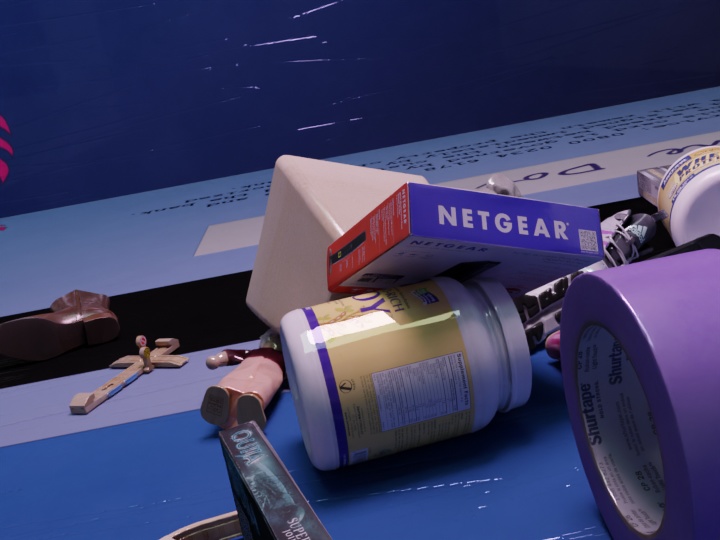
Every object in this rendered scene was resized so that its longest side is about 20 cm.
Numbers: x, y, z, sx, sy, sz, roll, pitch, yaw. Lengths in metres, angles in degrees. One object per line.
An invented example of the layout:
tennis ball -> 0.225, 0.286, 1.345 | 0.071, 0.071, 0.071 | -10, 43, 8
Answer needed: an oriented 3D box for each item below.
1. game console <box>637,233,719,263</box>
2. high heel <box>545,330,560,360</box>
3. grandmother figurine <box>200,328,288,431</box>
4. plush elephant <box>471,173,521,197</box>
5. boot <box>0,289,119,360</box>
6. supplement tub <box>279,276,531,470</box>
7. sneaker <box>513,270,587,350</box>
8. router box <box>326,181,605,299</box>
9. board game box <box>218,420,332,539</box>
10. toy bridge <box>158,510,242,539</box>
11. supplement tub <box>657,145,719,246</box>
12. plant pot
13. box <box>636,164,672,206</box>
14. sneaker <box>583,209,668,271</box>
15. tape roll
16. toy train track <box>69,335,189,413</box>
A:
game console -> 0.339, 0.050, 0.753 | 0.200, 0.176, 0.116 | -18, -11, -29
high heel -> 0.292, 0.049, 0.846 | 0.199, 0.068, 0.096 | -19, 7, -11
grandmother figurine -> -0.114, 0.115, 0.922 | 0.121, 0.061, 0.200 | 21, 18, 8
plush elephant -> 0.149, -0.044, 1.126 | 0.199, 0.155, 0.165 | 1, 19, 36
boot -> -0.474, 0.074, 1.275 | 0.186, 0.064, 0.200 | -2, 14, -24
supplement tub -> 0.038, 0.087, 0.743 | 0.199, 0.146, 0.145 | -13, 15, -10
sneaker -> 0.175, 0.052, 0.945 | 0.199, 0.078, 0.090 | -12, 4, -22
router box -> 0.091, -0.017, 0.775 | 0.199, 0.049, 0.179 | 5, -18, -22
board game box -> -0.034, 0.183, 0.462 | 0.028, 0.136, 0.200 | -15, 16, -18
toy bridge -> -0.133, 0.218, 0.604 | 0.200, 0.027, 0.067 | -22, 17, -38
supplement tub -> 0.474, -0.086, 1.088 | 0.144, 0.145, 0.200 | -6, 16, 14
plant pot -> 0.000, 0.000, 0.948 | 0.199, 0.201, 0.177 | 6, 21, -24
box -> 0.585, -0.149, 1.428 | 0.158, 0.049, 0.200 | -9, 15, 6
sneaker -> 0.328, -0.033, 1.042 | 0.140, 0.078, 0.200 | -31, 11, 14
tape roll -> 0.200, 0.091, 0.519 | 0.085, 0.201, 0.200 | -11, 15, -3
toy train track -> -0.298, 0.122, 1.049 | 0.114, 0.033, 0.200 | -4, 17, 23
